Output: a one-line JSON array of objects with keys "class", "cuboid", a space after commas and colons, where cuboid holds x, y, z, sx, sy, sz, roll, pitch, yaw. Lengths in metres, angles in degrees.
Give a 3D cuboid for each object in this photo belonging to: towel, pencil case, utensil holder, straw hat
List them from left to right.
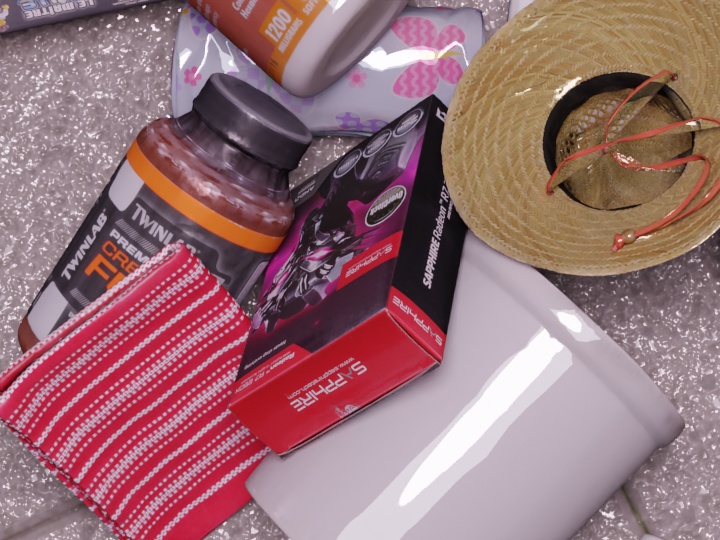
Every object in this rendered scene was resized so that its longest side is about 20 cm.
[{"class": "towel", "cuboid": [-0.111, 0.084, 1.233, 0.144, 0.200, 0.022, -38, 46, -2]}, {"class": "pencil case", "cuboid": [-0.017, -0.118, 1.302, 0.199, 0.083, 0.091, 3, 108, 3]}, {"class": "utensil holder", "cuboid": [0.056, 0.103, 1.224, 0.170, 0.170, 0.200, 44, 87, 8]}, {"class": "straw hat", "cuboid": [0.150, -0.063, 1.202, 0.200, 0.085, 0.202, -13, 58, 23]}]

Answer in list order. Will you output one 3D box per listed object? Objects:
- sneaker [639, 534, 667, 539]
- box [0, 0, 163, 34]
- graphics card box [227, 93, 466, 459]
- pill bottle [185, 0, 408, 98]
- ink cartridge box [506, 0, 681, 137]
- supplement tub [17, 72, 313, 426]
[{"class": "sneaker", "cuboid": [0.236, 0.243, 1.249, 0.200, 0.073, 0.112, 23, 87, 14]}, {"class": "box", "cuboid": [-0.183, -0.203, 1.320, 0.199, 0.035, 0.110, -12, 50, 0]}, {"class": "graphics card box", "cuboid": [0.000, 0.000, 1.215, 0.125, 0.200, 0.051, -33, 116, 33]}, {"class": "pill bottle", "cuboid": [-0.070, -0.201, 1.216, 0.200, 0.112, 0.112, 42, 86, 8]}, {"class": "ink cartridge box", "cuboid": [0.166, -0.182, 1.301, 0.145, 0.083, 0.201, 8, 82, 4]}, {"class": "supplement tub", "cuboid": [-0.110, -0.015, 1.252, 0.107, 0.107, 0.200, 35, 103, 7]}]
